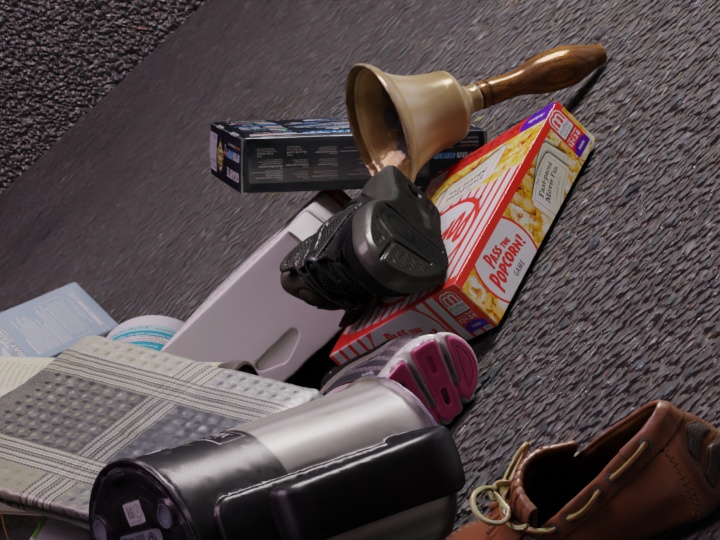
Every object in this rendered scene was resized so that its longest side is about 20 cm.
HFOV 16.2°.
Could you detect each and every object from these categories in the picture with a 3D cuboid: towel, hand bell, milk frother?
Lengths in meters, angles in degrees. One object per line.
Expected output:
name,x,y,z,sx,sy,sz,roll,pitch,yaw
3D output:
towel,-0.152,0.110,1.609,0.199,0.035,0.192,13,33,31
hand bell,0.099,-0.138,1.934,0.199,0.104,0.104,-21,6,-20
milk frother,-0.026,0.184,1.457,0.188,0.201,0.180,-17,15,-36

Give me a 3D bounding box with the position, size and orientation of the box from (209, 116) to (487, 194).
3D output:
box,-0.012,-0.095,2.030,0.159,0.199,0.046,-147,55,-75

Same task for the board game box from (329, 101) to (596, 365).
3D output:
board game box,0.075,-0.016,1.824,0.151,0.046,0.200,-31,22,47

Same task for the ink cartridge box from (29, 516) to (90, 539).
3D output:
ink cartridge box,-0.183,0.246,1.631,0.146,0.084,0.200,-63,-10,-46

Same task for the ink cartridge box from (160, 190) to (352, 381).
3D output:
ink cartridge box,-0.060,0.023,1.959,0.147,0.083,0.200,-43,3,14

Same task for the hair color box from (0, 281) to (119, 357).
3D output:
hair color box,-0.295,0.086,2.071,0.200,0.061,0.099,-27,-24,-56

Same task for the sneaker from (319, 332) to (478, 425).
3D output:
sneaker,-0.009,0.113,1.680,0.200,0.074,0.087,-44,15,-6

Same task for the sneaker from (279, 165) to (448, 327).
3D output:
sneaker,0.000,0.000,1.760,0.114,0.076,0.199,-47,11,12

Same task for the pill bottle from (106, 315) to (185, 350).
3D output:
pill bottle,-0.181,0.129,2.039,0.111,0.111,0.200,-40,16,26

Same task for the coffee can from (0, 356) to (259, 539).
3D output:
coffee can,-0.177,0.133,1.764,0.199,0.147,0.147,2,32,13

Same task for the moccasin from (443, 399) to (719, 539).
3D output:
moccasin,0.103,0.121,1.325,0.201,0.078,0.074,-30,22,49
